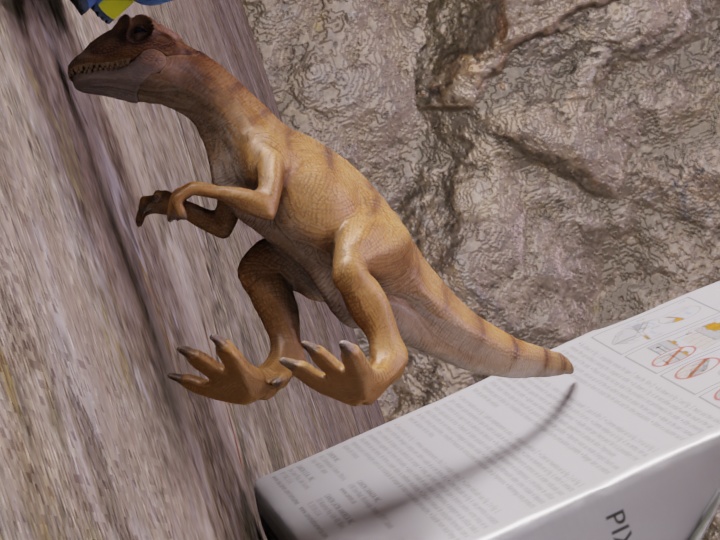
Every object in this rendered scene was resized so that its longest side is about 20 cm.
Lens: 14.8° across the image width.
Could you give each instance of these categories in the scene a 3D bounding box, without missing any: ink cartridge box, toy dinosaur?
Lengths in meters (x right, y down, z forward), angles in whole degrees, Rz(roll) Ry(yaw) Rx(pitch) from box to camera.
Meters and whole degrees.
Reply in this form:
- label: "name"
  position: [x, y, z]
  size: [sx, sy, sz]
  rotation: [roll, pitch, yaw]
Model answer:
- label: "ink cartridge box"
  position: [0.075, 0.063, 0.869]
  size: [0.162, 0.199, 0.050]
  rotation: [-146, -144, -75]
- label: "toy dinosaur"
  position: [0.000, 0.000, 0.808]
  size: [0.200, 0.060, 0.107]
  rotation: [41, 47, -21]

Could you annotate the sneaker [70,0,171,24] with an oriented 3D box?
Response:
- label: "sneaker"
  position: [-0.061, -0.115, 0.781]
  size: [0.066, 0.078, 0.200]
  rotation: [60, 2, -2]
